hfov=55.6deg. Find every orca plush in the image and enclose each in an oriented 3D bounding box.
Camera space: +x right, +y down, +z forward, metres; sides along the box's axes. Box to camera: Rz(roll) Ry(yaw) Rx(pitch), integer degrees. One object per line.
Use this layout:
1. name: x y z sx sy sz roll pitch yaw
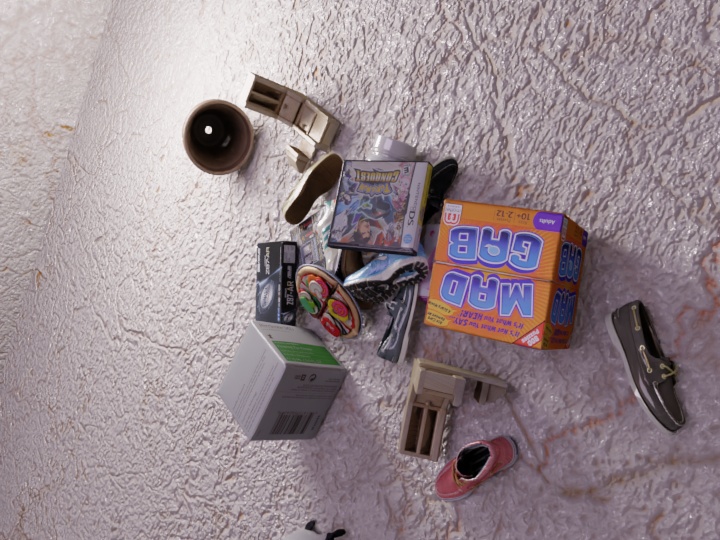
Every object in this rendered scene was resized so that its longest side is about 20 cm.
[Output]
1. orca plush: -0.099 0.615 1.514 0.198 0.071 0.106 -35 16 31

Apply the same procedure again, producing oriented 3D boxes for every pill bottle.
1. pill bottle: 0.048 -0.175 1.450 0.112 0.112 0.206 24 99 44

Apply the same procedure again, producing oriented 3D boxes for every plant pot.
1. plant pot: -0.414 -0.382 1.915 0.174 0.196 0.205 36 108 59

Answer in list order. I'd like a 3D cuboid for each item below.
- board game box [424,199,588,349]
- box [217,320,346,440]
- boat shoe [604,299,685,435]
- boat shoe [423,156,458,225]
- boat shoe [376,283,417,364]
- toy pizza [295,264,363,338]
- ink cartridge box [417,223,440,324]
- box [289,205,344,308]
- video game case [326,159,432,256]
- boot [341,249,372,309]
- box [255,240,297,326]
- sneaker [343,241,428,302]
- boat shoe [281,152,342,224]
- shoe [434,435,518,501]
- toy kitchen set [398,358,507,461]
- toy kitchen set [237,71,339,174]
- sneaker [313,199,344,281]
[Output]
1. board game box: 0.246 0.010 1.130 0.195 0.198 0.206 10 89 30
2. box: -0.176 0.250 1.541 0.171 0.196 0.204 40 108 41
3. boat shoe: 0.439 0.143 1.032 0.060 0.071 0.206 -41 53 37
4. boat shoe: 0.133 -0.135 1.369 0.199 0.074 0.067 -45 45 13
5. boat shoe: 0.077 0.087 1.393 0.060 0.073 0.206 10 93 0
6. toy pizza: -0.076 0.075 1.502 0.198 0.032 0.203 32 145 25
7. ink cartridge box: 0.198 0.013 1.319 0.193 0.043 0.207 4 84 45
8. box: -0.090 -0.032 1.608 0.156 0.049 0.206 -30 63 38
9. video game case: 0.037 -0.128 1.354 0.195 0.025 0.186 6 78 28
10. boot: 0.000 0.000 1.453 0.073 0.074 0.204 13 132 19
11. box: -0.209 0.032 1.682 0.159 0.042 0.207 1 90 59
12. sneaker: 0.052 -0.002 1.382 0.196 0.078 0.092 -22 46 27
13. boat shoe: -0.122 -0.206 1.643 0.201 0.073 0.063 -48 37 7
14. shoe: 0.187 0.359 1.233 0.199 0.090 0.073 -42 56 32
15. toy kitchen set: 0.164 0.269 1.231 0.158 0.200 0.186 11 89 2
16. toy kitchen set: -0.191 -0.348 1.672 0.200 0.177 0.166 44 114 44
17. sneaker: -0.062 -0.066 1.519 0.091 0.070 0.206 3 72 24
